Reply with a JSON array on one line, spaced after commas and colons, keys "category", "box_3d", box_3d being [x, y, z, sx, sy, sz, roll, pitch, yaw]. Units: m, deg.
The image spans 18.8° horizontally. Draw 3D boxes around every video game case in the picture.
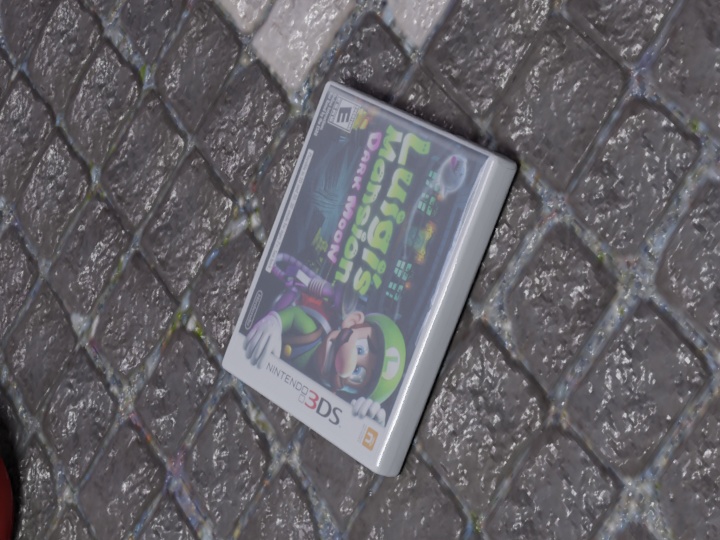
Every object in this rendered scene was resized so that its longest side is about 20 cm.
[{"category": "video game case", "box_3d": [0.000, 0.000, 1.327, 0.182, 0.023, 0.201, 29, 101, 50]}]

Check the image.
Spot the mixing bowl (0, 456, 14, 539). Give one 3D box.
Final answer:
[{"category": "mixing bowl", "box_3d": [-0.324, 0.181, 1.588, 0.200, 0.108, 0.201, -21, 62, 46]}]
